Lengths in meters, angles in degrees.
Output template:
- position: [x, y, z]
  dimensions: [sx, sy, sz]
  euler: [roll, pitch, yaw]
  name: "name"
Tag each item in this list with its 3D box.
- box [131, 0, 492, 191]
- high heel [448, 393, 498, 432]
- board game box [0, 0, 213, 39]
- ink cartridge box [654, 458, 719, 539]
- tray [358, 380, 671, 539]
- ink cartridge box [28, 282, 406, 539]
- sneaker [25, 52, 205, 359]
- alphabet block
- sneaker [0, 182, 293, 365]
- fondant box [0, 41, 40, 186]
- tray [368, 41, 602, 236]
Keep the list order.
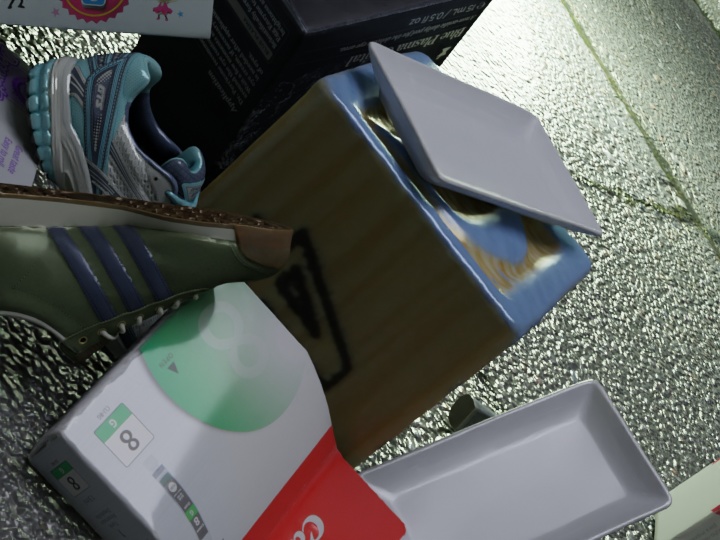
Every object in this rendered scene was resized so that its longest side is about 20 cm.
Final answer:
- position: [-0.040, -0.166, 1.151]
  dimensions: [0.196, 0.200, 0.118]
  euler: [-20, 70, -41]
  name: "box"
- position: [0.139, 0.186, 1.186]
  dimensions: [0.142, 0.071, 0.201]
  euler: [35, 23, -27]
  name: "high heel"
- position: [-0.183, -0.194, 1.012]
  dimensions: [0.146, 0.065, 0.200]
  euler: [2, 14, -19]
  name: "board game box"
- position: [0.374, 0.252, 1.405]
  dimensions: [0.200, 0.145, 0.084]
  euler: [45, 27, -12]
  name: "ink cartridge box"
- position: [0.103, 0.153, 1.091]
  dimensions: [0.199, 0.022, 0.108]
  euler: [-19, 61, -22]
  name: "tray"
- position: [-0.063, 0.118, 0.903]
  dimensions: [0.200, 0.050, 0.161]
  euler: [46, 47, -6]
  name: "ink cartridge box"
- position: [-0.130, -0.032, 0.950]
  dimensions: [0.078, 0.086, 0.202]
  euler: [-68, 143, -72]
  name: "sneaker"
- position: [0.000, 0.000, 1.054]
  dimensions: [0.197, 0.200, 0.195]
  euler: [52, 25, 5]
  name: "alphabet block"
- position: [-0.140, 0.006, 0.877]
  dimensions: [0.198, 0.091, 0.067]
  euler: [6, 7, -16]
  name: "sneaker"
- position: [-0.273, -0.113, 0.916]
  dimensions: [0.200, 0.058, 0.145]
  euler: [40, 26, -25]
  name: "fondant box"
- position: [0.077, -0.075, 1.023]
  dimensions: [0.199, 0.022, 0.108]
  euler: [14, 42, -52]
  name: "tray"
